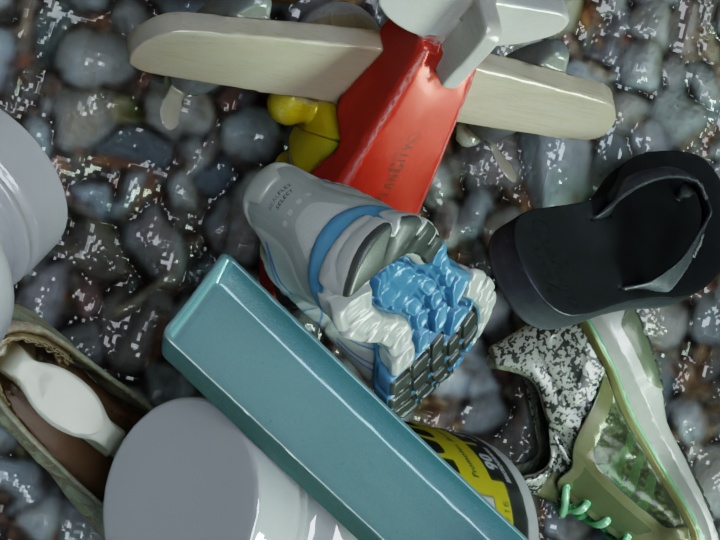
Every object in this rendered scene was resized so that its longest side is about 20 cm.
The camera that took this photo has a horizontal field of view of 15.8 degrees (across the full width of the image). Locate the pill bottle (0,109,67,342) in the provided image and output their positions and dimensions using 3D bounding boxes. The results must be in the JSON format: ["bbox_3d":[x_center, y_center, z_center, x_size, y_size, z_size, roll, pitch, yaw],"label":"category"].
[{"bbox_3d":[-0.221,0.014,1.124,0.120,0.120,0.200,56,49,-16],"label":"pill bottle"}]

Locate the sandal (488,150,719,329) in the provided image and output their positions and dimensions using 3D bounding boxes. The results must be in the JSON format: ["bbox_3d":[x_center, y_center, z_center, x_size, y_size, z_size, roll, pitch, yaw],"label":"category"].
[{"bbox_3d":[0.138,-0.016,1.284,0.200,0.043,0.076,-26,84,-53],"label":"sandal"}]

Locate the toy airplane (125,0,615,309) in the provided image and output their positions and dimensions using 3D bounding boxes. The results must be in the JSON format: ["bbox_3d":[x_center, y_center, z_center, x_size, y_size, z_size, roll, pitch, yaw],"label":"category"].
[{"bbox_3d":[0.007,-0.090,1.223,0.199,0.141,0.200,-29,134,1],"label":"toy airplane"}]

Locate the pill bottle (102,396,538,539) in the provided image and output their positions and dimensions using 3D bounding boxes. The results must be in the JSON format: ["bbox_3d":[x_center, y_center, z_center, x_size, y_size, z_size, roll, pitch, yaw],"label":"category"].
[{"bbox_3d":[-0.017,0.119,1.204,0.200,0.114,0.114,16,87,-50],"label":"pill bottle"}]

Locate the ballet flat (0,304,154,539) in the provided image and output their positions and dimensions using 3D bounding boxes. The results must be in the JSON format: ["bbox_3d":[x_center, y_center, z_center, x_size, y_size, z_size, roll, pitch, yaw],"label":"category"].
[{"bbox_3d":[-0.114,0.090,1.227,0.200,0.062,0.067,39,79,-20],"label":"ballet flat"}]

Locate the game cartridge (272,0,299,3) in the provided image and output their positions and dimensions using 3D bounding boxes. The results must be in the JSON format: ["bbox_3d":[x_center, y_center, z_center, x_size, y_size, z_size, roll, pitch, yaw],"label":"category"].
[{"bbox_3d":[-0.119,-0.219,1.224,0.200,0.032,0.177,1,93,-20],"label":"game cartridge"}]

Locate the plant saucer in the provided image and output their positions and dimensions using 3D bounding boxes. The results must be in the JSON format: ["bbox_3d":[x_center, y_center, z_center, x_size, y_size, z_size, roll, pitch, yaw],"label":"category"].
[{"bbox_3d":[-0.004,0.081,1.131,0.200,0.019,0.070,43,37,-7],"label":"plant saucer"}]

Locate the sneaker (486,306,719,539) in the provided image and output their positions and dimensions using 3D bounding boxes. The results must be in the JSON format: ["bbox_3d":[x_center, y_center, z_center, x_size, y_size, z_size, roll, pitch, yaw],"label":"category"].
[{"bbox_3d":[0.120,0.105,1.329,0.088,0.077,0.200,-22,95,-10],"label":"sneaker"}]

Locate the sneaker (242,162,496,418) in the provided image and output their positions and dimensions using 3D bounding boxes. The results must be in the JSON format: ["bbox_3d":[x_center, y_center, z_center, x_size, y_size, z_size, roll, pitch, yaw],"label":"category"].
[{"bbox_3d":[0.000,0.000,1.155,0.087,0.200,0.075,36,81,23],"label":"sneaker"}]
